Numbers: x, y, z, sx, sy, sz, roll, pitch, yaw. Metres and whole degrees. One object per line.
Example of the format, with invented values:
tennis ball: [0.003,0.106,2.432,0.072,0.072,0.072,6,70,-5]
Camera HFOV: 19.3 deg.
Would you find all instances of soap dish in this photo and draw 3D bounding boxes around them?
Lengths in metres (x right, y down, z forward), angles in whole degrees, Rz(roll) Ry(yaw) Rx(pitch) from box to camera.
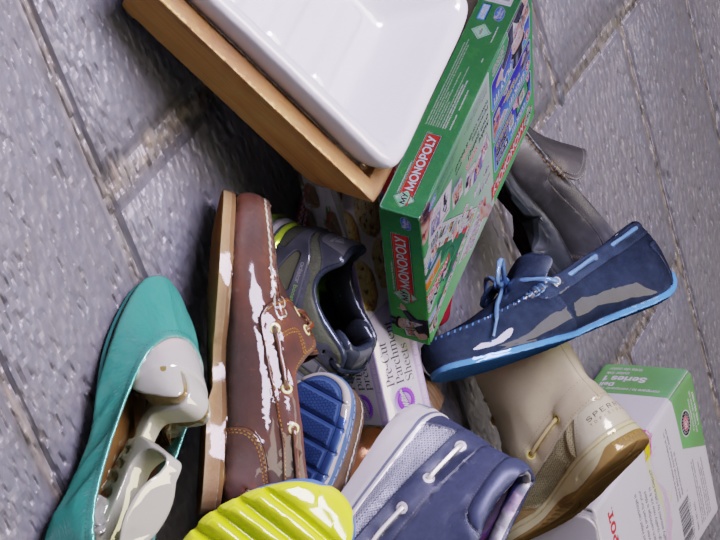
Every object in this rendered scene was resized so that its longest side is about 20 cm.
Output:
soap dish: [-0.038,-0.158,1.260,0.200,0.081,0.158,43,56,-28]

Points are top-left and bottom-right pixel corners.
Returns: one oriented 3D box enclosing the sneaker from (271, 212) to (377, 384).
sneaker: [-0.032,0.065,1.334,0.074,0.081,0.201,-26,116,-53]

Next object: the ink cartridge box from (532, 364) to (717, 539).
ink cartridge box: [0.206,0.190,1.713,0.200,0.084,0.145,-46,130,-45]

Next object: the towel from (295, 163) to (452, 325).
towel: [0.022,-0.055,1.461,0.200,0.022,0.145,31,67,-54]

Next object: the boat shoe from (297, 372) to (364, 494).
boat shoe: [-0.044,0.157,1.308,0.072,0.072,0.201,17,102,-49]

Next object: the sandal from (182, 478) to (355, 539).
sandal: [-0.087,0.191,1.218,0.080,0.200,0.087,52,-1,4]

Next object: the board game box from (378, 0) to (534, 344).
board game box: [0.064,-0.071,1.341,0.135,0.029,0.200,84,27,-54]

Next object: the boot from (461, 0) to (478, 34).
boot: [0.036,-0.182,1.402,0.097,0.074,0.201,22,61,-60]

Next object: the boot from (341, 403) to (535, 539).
boot: [0.018,0.178,1.261,0.200,0.090,0.073,-58,148,-11]

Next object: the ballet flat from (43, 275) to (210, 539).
ballet flat: [-0.121,0.097,1.210,0.067,0.070,0.201,39,60,-44]

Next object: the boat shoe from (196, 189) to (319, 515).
boat shoe: [-0.060,0.051,1.268,0.070,0.070,0.201,116,-25,-75]

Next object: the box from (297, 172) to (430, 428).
box: [0.000,0.000,1.363,0.041,0.039,0.201,-17,98,-38]

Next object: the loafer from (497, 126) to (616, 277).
loafer: [0.127,-0.069,1.502,0.072,0.073,0.200,-30,115,-4]

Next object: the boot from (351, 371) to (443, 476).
boot: [0.034,0.174,1.456,0.156,0.076,0.200,-65,147,-24]

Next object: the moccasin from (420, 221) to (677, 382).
moccasin: [0.121,0.021,1.457,0.199,0.080,0.068,-19,84,-30]

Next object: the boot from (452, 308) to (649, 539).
boot: [0.114,0.110,1.558,0.073,0.200,0.156,-23,72,-32]
